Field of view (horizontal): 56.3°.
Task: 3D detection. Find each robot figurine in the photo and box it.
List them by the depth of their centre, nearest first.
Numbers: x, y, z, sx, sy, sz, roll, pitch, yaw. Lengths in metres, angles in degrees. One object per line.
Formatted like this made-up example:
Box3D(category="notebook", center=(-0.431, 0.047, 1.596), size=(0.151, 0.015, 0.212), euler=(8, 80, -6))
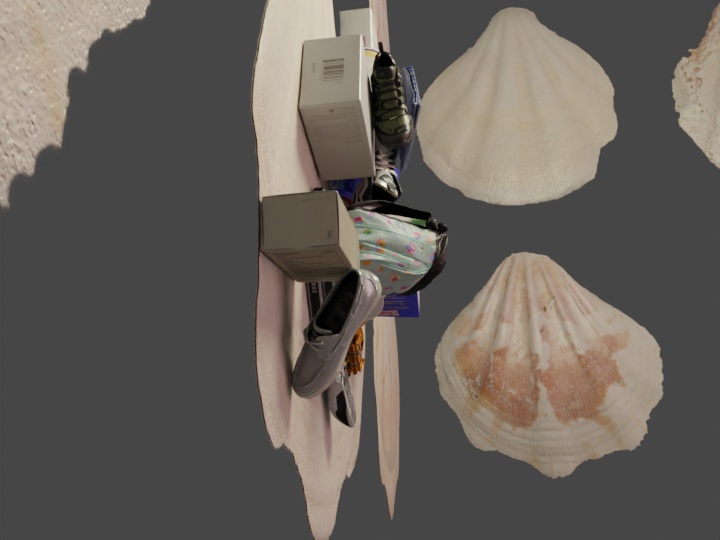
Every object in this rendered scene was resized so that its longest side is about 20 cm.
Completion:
Box3D(category="robot figurine", center=(-0.021, 0.125, 1.365), size=(0.202, 0.057, 0.147), euler=(-83, 168, -54))

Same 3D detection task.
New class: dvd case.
Box3D(category="dvd case", center=(-0.071, -0.024, 1.146), size=(0.151, 0.024, 0.205), euler=(-75, 162, -69))

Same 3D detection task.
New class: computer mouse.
Box3D(category="computer mouse", center=(-0.047, 0.200, 1.209), size=(0.110, 0.043, 0.204), euler=(-88, 168, -63))

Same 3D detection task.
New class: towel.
Box3D(category="towel", center=(0.088, -0.306, 1.343), size=(0.202, 0.023, 0.147), euler=(-92, -169, -54))

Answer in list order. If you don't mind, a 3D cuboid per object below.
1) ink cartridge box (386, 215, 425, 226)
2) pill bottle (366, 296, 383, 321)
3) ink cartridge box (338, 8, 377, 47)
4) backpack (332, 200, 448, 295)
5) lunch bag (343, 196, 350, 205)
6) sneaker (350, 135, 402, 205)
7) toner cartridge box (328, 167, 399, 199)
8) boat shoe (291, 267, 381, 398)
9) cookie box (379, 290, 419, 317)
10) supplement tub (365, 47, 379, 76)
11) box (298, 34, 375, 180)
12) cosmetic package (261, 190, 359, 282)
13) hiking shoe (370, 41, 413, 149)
Box3D(category="ink cartridge box", center=(0.072, -0.056, 1.631), size=(0.088, 0.195, 0.149), euler=(-79, 164, -74))
Box3D(category="pill bottle", center=(0.000, 0.000, 1.300), size=(0.202, 0.110, 0.115), euler=(-93, 176, -52))
Box3D(category="ink cartridge box", center=(-0.001, -0.511, 1.644), size=(0.144, 0.083, 0.205), euler=(22, 67, -83))
Box3D(category="backpack", center=(0.034, -0.031, 1.139), size=(0.167, 0.197, 0.129), euler=(-41, -139, 45))
Box3D(category="lunch bag", center=(0.001, -0.216, 1.562), size=(0.200, 0.080, 0.181), euler=(40, 48, -81))
Box3D(category="sneaker", center=(0.046, -0.190, 1.287), size=(0.129, 0.078, 0.203), euler=(33, -77, 63))
Box3D(category="toner cartridge box", center=(0.010, -0.192, 1.414), size=(0.199, 0.042, 0.097), euler=(17, 80, -57))
Box3D(category="boat shoe", center=(-0.047, 0.083, 0.935), size=(0.203, 0.070, 0.071), euler=(-58, 146, 2))
Box3D(category="cookie box", center=(0.045, 0.020, 1.503), size=(0.202, 0.167, 0.076), euler=(80, 14, -52))
Box3D(category="supplement tub", center=(0.006, -0.361, 1.406), size=(0.202, 0.142, 0.148), euler=(-84, 169, -50))
Box3D(category="box", center=(-0.035, -0.283, 1.194), size=(0.201, 0.104, 0.155), euler=(75, 13, -59))
Box3D(category="cosmetic package", center=(-0.062, -0.039, 0.917), size=(0.200, 0.101, 0.075), euler=(65, 23, -75))
Box3D(category="hiking shoe", center=(0.046, -0.313, 1.214), size=(0.101, 0.074, 0.204), euler=(59, 18, -57))
